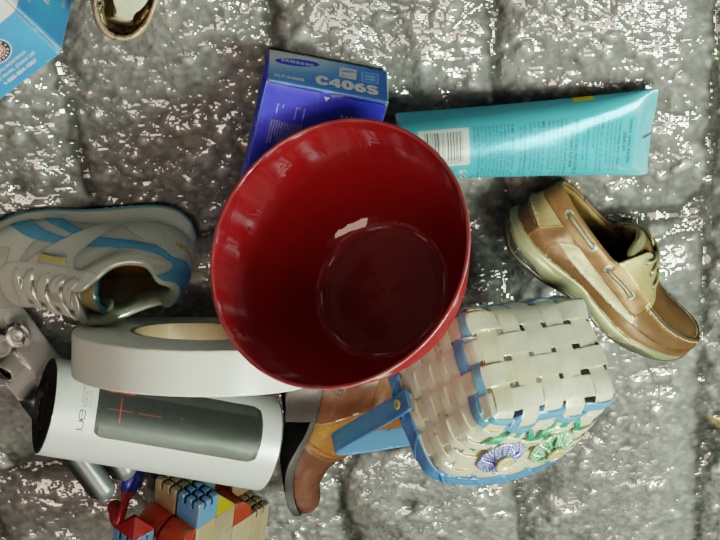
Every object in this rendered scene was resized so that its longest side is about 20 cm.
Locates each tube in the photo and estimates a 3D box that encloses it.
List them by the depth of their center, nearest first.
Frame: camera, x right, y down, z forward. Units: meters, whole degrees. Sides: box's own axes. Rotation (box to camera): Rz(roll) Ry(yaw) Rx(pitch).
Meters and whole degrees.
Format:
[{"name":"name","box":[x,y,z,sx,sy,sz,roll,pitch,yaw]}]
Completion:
[{"name":"tube","box":[0.126,-0.099,1.342,0.198,0.051,0.078,-3,134,-3]}]

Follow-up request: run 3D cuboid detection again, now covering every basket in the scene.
[{"name":"basket","box":[0.089,0.102,1.393,0.175,0.140,0.200,-7,165,-30]}]

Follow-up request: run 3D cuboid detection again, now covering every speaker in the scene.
[{"name":"speaker","box":[-0.169,0.127,1.458,0.198,0.082,0.082,13,130,-21]}]

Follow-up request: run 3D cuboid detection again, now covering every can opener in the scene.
[{"name":"can opener","box":[-0.265,0.106,1.496,0.201,0.053,0.066,55,154,-15]}]

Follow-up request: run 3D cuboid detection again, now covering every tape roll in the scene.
[{"name":"tape roll","box":[-0.127,0.065,1.386,0.201,0.203,0.037,1,96,0]}]

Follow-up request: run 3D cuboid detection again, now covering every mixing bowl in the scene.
[{"name":"mixing bowl","box":[0.000,0.000,1.297,0.198,0.202,0.108,-17,159,15]}]

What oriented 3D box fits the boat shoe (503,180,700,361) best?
[{"name":"boat shoe","box":[0.204,0.000,1.404,0.199,0.076,0.074,34,120,-25]}]

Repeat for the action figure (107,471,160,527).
[{"name":"action figure","box":[-0.177,0.138,1.542,0.065,0.052,0.201,10,125,-15]}]

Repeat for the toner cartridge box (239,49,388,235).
[{"name":"toner cartridge box","box":[-0.045,-0.070,1.367,0.094,0.043,0.201,9,130,-9]}]

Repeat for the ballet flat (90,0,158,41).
[{"name":"ballet flat","box":[-0.143,-0.241,1.209,0.067,0.068,0.201,12,129,-10]}]

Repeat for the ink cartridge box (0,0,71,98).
[{"name":"ink cartridge box","box":[-0.323,-0.201,1.233,0.146,0.086,0.200,-32,122,24]}]

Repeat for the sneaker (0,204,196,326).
[{"name":"sneaker","box":[-0.231,0.001,1.405,0.198,0.081,0.077,-9,131,10]}]

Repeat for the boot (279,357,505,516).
[{"name":"boot","box":[0.028,0.139,1.547,0.198,0.069,0.190,-2,123,-8]}]

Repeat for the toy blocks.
[{"name":"toy blocks","box":[-0.148,0.228,1.541,0.099,0.199,0.138,28,126,29]}]
